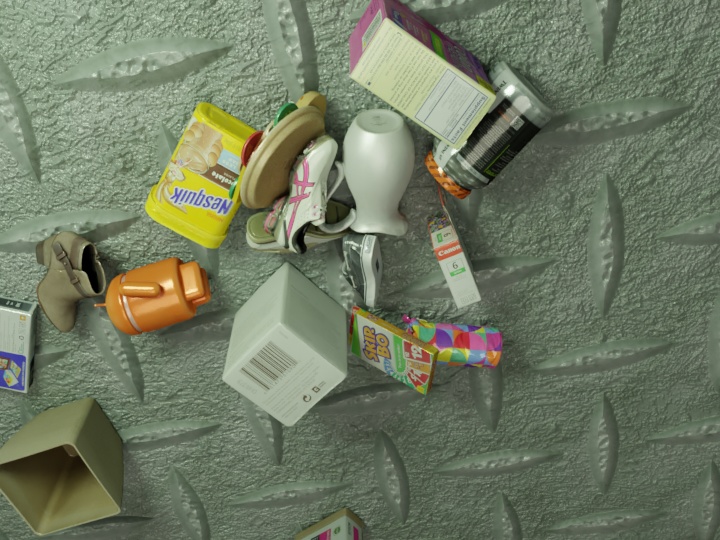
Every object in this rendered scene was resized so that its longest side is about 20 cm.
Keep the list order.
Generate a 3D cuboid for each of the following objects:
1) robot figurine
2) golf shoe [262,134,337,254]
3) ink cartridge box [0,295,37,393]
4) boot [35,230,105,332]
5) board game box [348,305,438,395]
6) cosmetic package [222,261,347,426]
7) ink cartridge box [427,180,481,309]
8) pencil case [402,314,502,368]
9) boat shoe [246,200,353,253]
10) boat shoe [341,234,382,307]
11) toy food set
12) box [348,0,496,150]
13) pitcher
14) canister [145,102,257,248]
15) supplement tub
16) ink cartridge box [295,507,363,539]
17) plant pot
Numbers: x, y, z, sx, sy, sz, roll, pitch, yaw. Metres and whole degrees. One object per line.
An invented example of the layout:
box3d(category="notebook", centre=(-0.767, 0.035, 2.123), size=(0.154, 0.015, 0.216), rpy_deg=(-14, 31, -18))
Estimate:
box3d(category="robot figurine", centre=(-0.374, 0.046, 1.316), size=(0.195, 0.144, 0.119), rpy_deg=(-17, 112, 1))
box3d(category="golf shoe", centre=(-0.080, -0.122, 1.183), size=(0.091, 0.072, 0.202), rpy_deg=(37, 118, 12))
box3d(category="ink cartridge box", centre=(-0.735, 0.133, 1.409), size=(0.194, 0.044, 0.202), rpy_deg=(13, 120, -11))
box3d(category="boot", centre=(-0.513, 0.028, 1.305), size=(0.143, 0.070, 0.205), rpy_deg=(7, 118, 31))
box3d(category="board game box", centre=(0.054, 0.149, 1.387), size=(0.197, 0.030, 0.098), rpy_deg=(28, 127, 29))
box3d(category="cosmetic package", centre=(-0.133, 0.132, 1.332), size=(0.164, 0.202, 0.164), rpy_deg=(39, 114, -22))
box3d(category="ink cartridge box", centre=(0.154, -0.047, 1.284), size=(0.049, 0.110, 0.203), rpy_deg=(-20, 120, 11))
box3d(category="pencil case", centre=(0.176, 0.140, 1.415), size=(0.194, 0.089, 0.090), rpy_deg=(8, 122, -7))
box3d(category="boat shoe", centre=(-0.105, -0.075, 1.287), size=(0.194, 0.077, 0.069), rpy_deg=(-5, 158, -12))
box3d(category="boat shoe", centre=(0.000, 0.000, 1.309), size=(0.066, 0.073, 0.201), rpy_deg=(10, 154, 11))
box3d(category="toy food set", centre=(-0.128, -0.185, 1.161), size=(0.048, 0.197, 0.202), rpy_deg=(39, 130, 13))
box3d(category="box", centre=(0.087, -0.303, 1.085), size=(0.197, 0.178, 0.097), rpy_deg=(30, 118, -18))
box3d(category="pitcher", centre=(0.005, -0.153, 1.205), size=(0.167, 0.122, 0.204), rpy_deg=(-10, 131, -14))
box3d(category="canister", centre=(-0.254, -0.158, 1.220), size=(0.146, 0.087, 0.202), rpy_deg=(27, 116, -18))
box3d(category="supplement tub", centre=(0.201, -0.220, 1.171), size=(0.121, 0.124, 0.200), rpy_deg=(35, 114, -21))
box3d(category="ink cartridge box", centre=(-0.073, 0.672, 1.664), size=(0.163, 0.202, 0.075), rpy_deg=(-34, 118, 18))
box3d(category="plant pot", centre=(-0.597, 0.381, 1.485), size=(0.195, 0.179, 0.204), rpy_deg=(-17, 121, 9))
